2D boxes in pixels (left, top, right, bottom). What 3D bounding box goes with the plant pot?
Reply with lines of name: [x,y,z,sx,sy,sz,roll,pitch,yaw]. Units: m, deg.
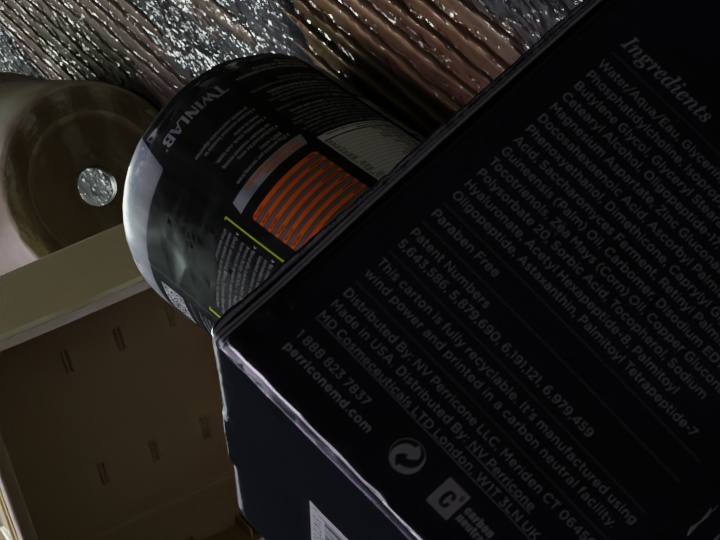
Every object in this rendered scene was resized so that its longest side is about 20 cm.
plant pot: [-0.181,-0.029,1.625,0.200,0.200,0.173,50,152,-10]

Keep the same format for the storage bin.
storage bin: [-0.101,0.077,1.467,0.094,0.200,0.199,34,144,58]

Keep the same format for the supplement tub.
supplement tub: [0.000,0.000,1.172,0.200,0.122,0.123,37,164,44]

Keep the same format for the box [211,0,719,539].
box: [0.072,0.022,0.808,0.124,0.197,0.200,44,167,13]
